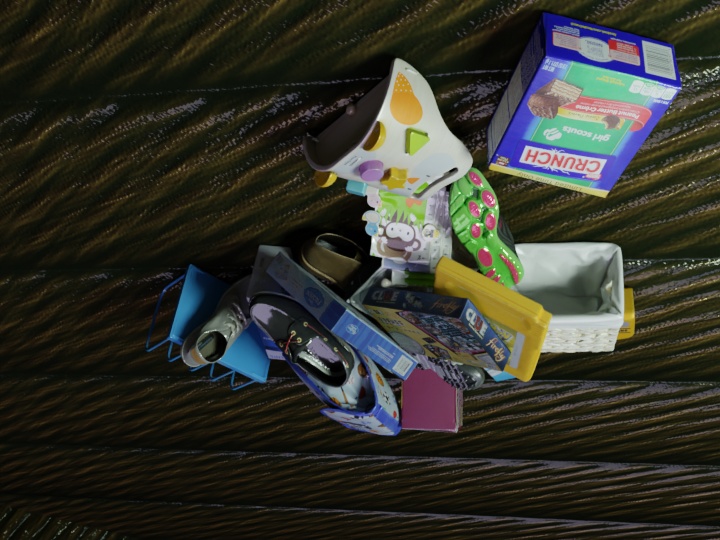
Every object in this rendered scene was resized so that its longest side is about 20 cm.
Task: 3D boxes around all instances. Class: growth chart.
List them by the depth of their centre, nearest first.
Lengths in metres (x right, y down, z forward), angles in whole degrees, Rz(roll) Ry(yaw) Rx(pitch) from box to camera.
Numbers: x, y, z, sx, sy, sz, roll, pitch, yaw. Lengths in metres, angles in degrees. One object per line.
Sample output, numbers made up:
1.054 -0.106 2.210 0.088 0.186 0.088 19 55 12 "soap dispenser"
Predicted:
0.074 -0.060 1.242 0.141 0.018 0.205 -3 116 6 "growth chart"

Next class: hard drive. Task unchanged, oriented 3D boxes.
0.087 0.005 1.327 0.138 0.038 0.200 31 117 -30 "hard drive"

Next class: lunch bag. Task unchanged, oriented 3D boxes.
-0.020 0.197 1.463 0.199 0.124 0.170 41 176 27 "lunch bag"

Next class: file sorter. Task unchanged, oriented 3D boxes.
-0.266 0.111 1.523 0.198 0.142 0.122 30 143 -30 "file sorter"

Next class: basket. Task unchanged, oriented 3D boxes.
0.304 0.047 1.320 0.195 0.138 0.124 -1 148 15 "basket"

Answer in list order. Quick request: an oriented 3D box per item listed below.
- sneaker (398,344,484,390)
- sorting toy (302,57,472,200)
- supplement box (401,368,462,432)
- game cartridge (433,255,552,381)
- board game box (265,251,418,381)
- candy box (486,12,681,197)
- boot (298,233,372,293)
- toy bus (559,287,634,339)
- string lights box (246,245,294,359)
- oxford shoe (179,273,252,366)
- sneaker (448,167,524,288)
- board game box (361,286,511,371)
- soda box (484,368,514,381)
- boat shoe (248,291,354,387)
0.145 0.129 1.380 0.199 0.090 0.067 18 145 58 "sneaker"
0.048 -0.150 1.121 0.177 0.109 0.199 21 145 -33 "sorting toy"
0.133 0.223 1.552 0.100 0.135 0.200 1 171 9 "supplement box"
0.184 0.075 1.240 0.174 0.033 0.201 27 157 17 "game cartridge"
-0.029 0.072 1.321 0.199 0.044 0.198 39 180 -44 "board game box"
0.260 -0.193 1.030 0.165 0.079 0.201 11 147 -6 "candy box"
0.000 0.000 1.359 0.197 0.075 0.075 24 152 -19 "boot"
0.351 0.076 1.415 0.195 0.066 0.079 -3 145 15 "toy bus"
-0.139 0.059 1.450 0.057 0.105 0.202 4 147 10 "string lights box"
-0.218 0.085 1.428 0.057 0.200 0.076 2 132 51 "oxford shoe"
0.176 -0.063 1.236 0.075 0.084 0.203 -21 121 9 "sneaker"
0.111 0.085 1.266 0.197 0.035 0.136 7 148 46 "board game box"
0.228 0.120 1.505 0.067 0.065 0.200 -15 139 30 "soda box"
-0.093 0.106 1.333 0.200 0.063 0.074 38 115 -12 "boat shoe"
